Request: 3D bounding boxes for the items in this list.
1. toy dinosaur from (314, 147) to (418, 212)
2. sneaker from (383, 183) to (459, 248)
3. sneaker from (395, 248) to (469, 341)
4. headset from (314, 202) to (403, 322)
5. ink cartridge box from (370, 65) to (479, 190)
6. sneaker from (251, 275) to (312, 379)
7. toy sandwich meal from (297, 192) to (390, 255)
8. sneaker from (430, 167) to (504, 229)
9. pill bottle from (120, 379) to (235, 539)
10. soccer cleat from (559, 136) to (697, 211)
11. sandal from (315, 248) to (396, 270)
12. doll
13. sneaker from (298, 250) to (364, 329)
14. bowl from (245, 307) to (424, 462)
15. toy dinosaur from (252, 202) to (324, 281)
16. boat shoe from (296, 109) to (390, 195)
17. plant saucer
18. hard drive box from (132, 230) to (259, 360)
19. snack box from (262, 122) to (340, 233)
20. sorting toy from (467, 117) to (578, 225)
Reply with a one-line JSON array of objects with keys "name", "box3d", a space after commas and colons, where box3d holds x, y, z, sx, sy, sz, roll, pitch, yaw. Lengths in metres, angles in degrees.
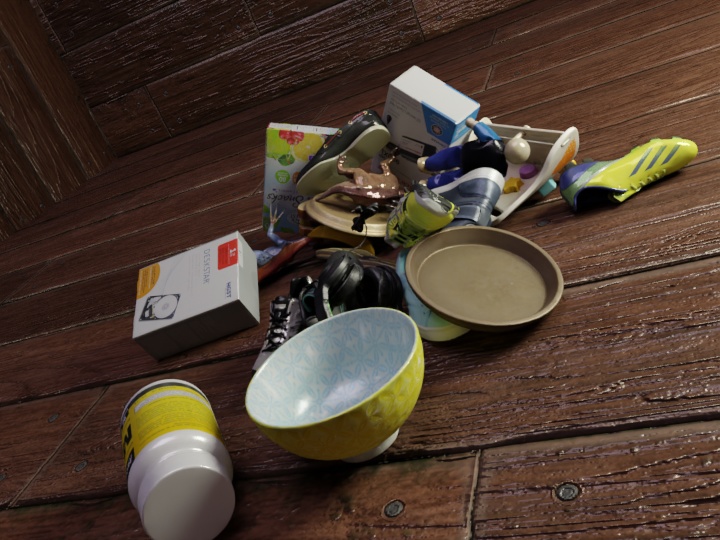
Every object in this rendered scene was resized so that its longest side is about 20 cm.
[{"name": "toy dinosaur", "box3d": [0.027, -0.137, 1.208, 0.198, 0.086, 0.136, -6, 43, -17]}, {"name": "sneaker", "box3d": [0.080, -0.067, 0.972, 0.077, 0.075, 0.200, -58, 2, -6]}, {"name": "sneaker", "box3d": [0.085, 0.026, 0.937, 0.073, 0.082, 0.200, -28, 24, -6]}, {"name": "headset", "box3d": [0.004, 0.011, 0.931, 0.094, 0.123, 0.202, -43, 41, 47]}, {"name": "ink cartridge box", "box3d": [0.111, -0.238, 1.264, 0.144, 0.201, 0.084, 35, 53, 17]}, {"name": "sneaker", "box3d": [-0.111, 0.084, 0.999, 0.075, 0.088, 0.200, -9, 29, 27]}, {"name": "toy sandwich meal", "box3d": [-0.018, -0.083, 1.253, 0.203, 0.071, 0.206, 10, 23, -4]}, {"name": "sneaker", "box3d": [0.128, -0.060, 1.081, 0.202, 0.077, 0.147, -32, 32, 53]}, {"name": "pill bottle", "box3d": [-0.207, 0.213, 0.789, 0.114, 0.115, 0.200, -30, 24, -12]}, {"name": "soccer cleat", "box3d": [0.394, -0.136, 1.027, 0.198, 0.065, 0.084, -14, 55, 13]}, {"name": "sandal", "box3d": [0.000, 0.000, 1.107, 0.199, 0.055, 0.080, 18, 13, 40]}, {"name": "doll", "box3d": [0.180, -0.177, 1.128, 0.199, 0.138, 0.048, -8, -8, 44]}, {"name": "sneaker", "box3d": [-0.041, 0.031, 0.992, 0.075, 0.079, 0.201, -39, 29, 28]}, {"name": "bowl", "box3d": [-0.013, 0.141, 0.760, 0.198, 0.108, 0.201, -20, 24, 10]}, {"name": "toy dinosaur", "box3d": [-0.152, -0.016, 1.309, 0.180, 0.105, 0.202, -11, 60, 7]}, {"name": "boat shoe", "box3d": [-0.038, -0.208, 1.259, 0.201, 0.074, 0.063, -36, 54, 18]}, {"name": "plant saucer", "box3d": [0.153, 0.010, 0.882, 0.198, 0.030, 0.201, 1, 37, -1]}, {"name": "hard drive box", "box3d": [-0.278, 0.043, 1.194, 0.198, 0.077, 0.157, -20, 48, 10]}, {"name": "snack box", "box3d": [-0.112, -0.173, 1.340, 0.141, 0.202, 0.053, 5, 24, -3]}, {"name": "sorting toy", "box3d": [0.238, -0.149, 1.147, 0.180, 0.107, 0.199, -47, 35, -14]}]
